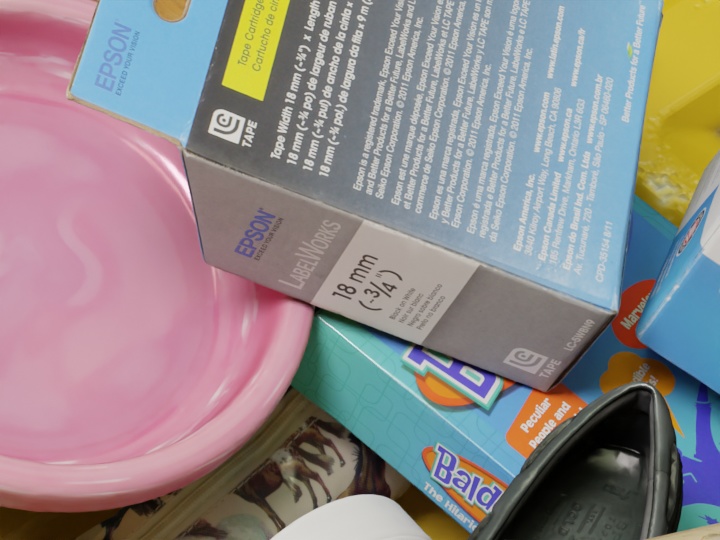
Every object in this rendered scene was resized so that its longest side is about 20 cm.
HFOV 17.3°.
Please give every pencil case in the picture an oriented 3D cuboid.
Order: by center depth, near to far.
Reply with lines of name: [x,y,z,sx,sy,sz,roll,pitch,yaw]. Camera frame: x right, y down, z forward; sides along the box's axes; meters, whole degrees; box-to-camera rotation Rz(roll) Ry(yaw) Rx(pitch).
pencil case: [-0.068,0.108,0.873,0.078,0.090,0.200,42,64,14]

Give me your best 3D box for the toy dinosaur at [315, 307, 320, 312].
toy dinosaur: [0.000,0.000,0.962,0.102,0.077,0.200,-45,98,-5]

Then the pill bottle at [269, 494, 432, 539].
pill bottle: [0.038,0.172,0.794,0.112,0.113,0.200,-31,54,-18]

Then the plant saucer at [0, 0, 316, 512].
plant saucer: [-0.115,-0.005,0.820,0.199,0.051,0.202,12,56,-18]

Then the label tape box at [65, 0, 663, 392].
label tape box: [0.000,-0.063,0.836,0.199,0.063,0.145,21,55,-10]

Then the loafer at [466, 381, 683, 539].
loafer: [0.048,0.112,0.724,0.068,0.071,0.201,20,46,16]

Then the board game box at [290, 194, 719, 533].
board game box: [0.095,0.050,0.874,0.200,0.045,0.152,38,49,11]

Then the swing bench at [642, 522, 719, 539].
swing bench: [0.206,0.157,0.707,0.199,0.129,0.201,-8,86,-36]

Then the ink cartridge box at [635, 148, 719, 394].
ink cartridge box: [0.194,-0.057,0.836,0.083,0.201,0.145,33,33,1]

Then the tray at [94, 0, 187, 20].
tray: [-0.100,-0.112,1.026,0.098,0.037,0.200,-39,30,-8]
